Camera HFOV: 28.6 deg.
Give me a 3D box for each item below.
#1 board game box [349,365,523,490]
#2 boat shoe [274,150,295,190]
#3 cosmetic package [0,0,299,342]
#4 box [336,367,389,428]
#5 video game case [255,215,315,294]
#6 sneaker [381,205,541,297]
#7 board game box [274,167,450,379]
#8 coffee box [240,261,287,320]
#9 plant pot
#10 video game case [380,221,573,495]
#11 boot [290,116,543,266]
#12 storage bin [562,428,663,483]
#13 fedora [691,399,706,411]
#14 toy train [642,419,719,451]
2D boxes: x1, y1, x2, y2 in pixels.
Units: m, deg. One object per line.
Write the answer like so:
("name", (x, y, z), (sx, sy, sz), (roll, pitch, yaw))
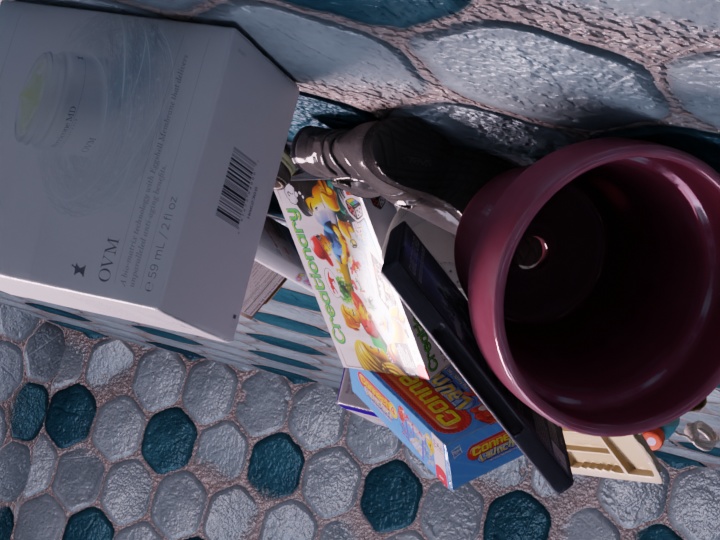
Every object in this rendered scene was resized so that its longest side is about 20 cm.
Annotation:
("board game box", (0.117, 0.107, 1.402), (0.195, 0.056, 0.200), (-22, -146, -21))
("boat shoe", (-0.136, -0.100, 1.202), (0.073, 0.065, 0.199), (5, 167, 43))
("cosmetic package", (-0.177, -0.072, 1.017), (0.199, 0.201, 0.123), (10, 170, 23))
("box", (0.062, 0.094, 1.661), (0.104, 0.185, 0.200), (10, 169, 18))
("video game case", (-0.062, -0.011, 1.471), (0.199, 0.018, 0.143), (30, -168, -26))
("sneaker", (0.110, 0.001, 1.187), (0.199, 0.092, 0.076), (19, 152, 15))
("board game box", (0.000, 0.000, 1.282), (0.035, 0.201, 0.126), (-33, -159, -33))
("coffee box", (-0.176, -0.033, 1.485), (0.114, 0.080, 0.200), (46, -170, 33))
("plant pot", (0.155, -0.002, 1.014), (0.199, 0.201, 0.179), (18, -174, -19))
("video game case", (0.085, 0.059, 1.028), (0.200, 0.019, 0.143), (51, -169, -7))
("boot", (0.051, -0.069, 1.138), (0.200, 0.070, 0.131), (33, 165, -30))
("storage bin", (0.238, 0.067, 1.151), (0.094, 0.200, 0.198), (52, 161, -11))
("fedora", (0.256, 0.050, 1.336), (0.200, 0.082, 0.201), (27, -160, -10))
("toy train", (0.290, 0.096, 1.449), (0.149, 0.056, 0.200), (0, -139, -32))
